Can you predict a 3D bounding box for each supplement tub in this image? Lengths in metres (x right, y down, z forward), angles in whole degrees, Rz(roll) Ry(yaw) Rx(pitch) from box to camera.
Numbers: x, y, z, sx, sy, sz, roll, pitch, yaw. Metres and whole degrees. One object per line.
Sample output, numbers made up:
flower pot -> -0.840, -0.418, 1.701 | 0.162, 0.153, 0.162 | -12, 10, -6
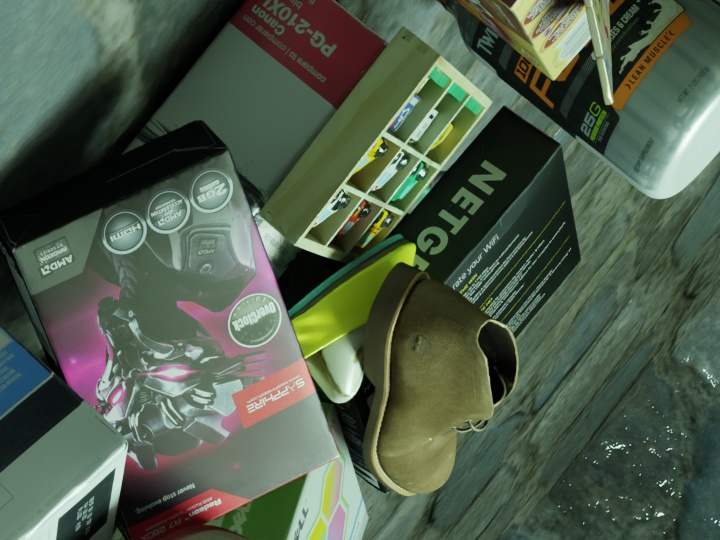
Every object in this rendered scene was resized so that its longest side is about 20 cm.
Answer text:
supplement tub -> 0.147, -0.148, 1.861 | 0.123, 0.200, 0.123 | -47, 165, -16

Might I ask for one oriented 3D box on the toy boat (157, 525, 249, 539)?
toy boat -> -0.125, 0.213, 1.566 | 0.199, 0.131, 0.131 | -31, -160, -17

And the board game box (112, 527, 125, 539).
board game box -> -0.094, 0.138, 1.771 | 0.127, 0.034, 0.201 | 84, 22, -44

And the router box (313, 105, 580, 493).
router box -> 0.050, 0.019, 1.791 | 0.200, 0.051, 0.149 | -49, 156, -16

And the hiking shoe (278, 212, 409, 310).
hiking shoe -> 0.000, 0.000, 1.815 | 0.076, 0.100, 0.201 | -116, -149, -80

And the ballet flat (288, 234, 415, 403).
ballet flat -> -0.040, 0.054, 1.666 | 0.199, 0.067, 0.067 | -30, 172, -20

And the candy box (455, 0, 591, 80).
candy box -> 0.073, -0.181, 1.706 | 0.057, 0.117, 0.200 | -50, 168, 2

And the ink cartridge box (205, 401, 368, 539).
ink cartridge box -> -0.049, 0.138, 1.750 | 0.200, 0.059, 0.104 | 76, 29, -57

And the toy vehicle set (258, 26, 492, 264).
toy vehicle set -> 0.012, -0.063, 1.641 | 0.124, 0.026, 0.200 | -52, 170, 4

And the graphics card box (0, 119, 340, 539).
graphics card box -> -0.099, 0.036, 1.552 | 0.125, 0.051, 0.201 | -24, 118, -11

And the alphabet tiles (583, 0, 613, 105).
alphabet tiles -> 0.124, -0.218, 1.683 | 0.201, 0.007, 0.168 | -86, 164, -50

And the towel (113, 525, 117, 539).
towel -> -0.121, 0.126, 1.776 | 0.200, 0.023, 0.144 | -64, 158, -44

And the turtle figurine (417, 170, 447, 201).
turtle figurine -> 0.001, -0.013, 1.969 | 0.200, 0.100, 0.150 | 17, 98, -60

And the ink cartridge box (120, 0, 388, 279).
ink cartridge box -> -0.065, -0.056, 1.655 | 0.200, 0.084, 0.145 | -51, 167, -1

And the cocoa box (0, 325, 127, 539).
cocoa box -> -0.216, 0.129, 1.550 | 0.133, 0.131, 0.200 | -42, 165, -27

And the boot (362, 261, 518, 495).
boot -> 0.047, 0.077, 1.699 | 0.074, 0.075, 0.200 | -60, 162, -28
